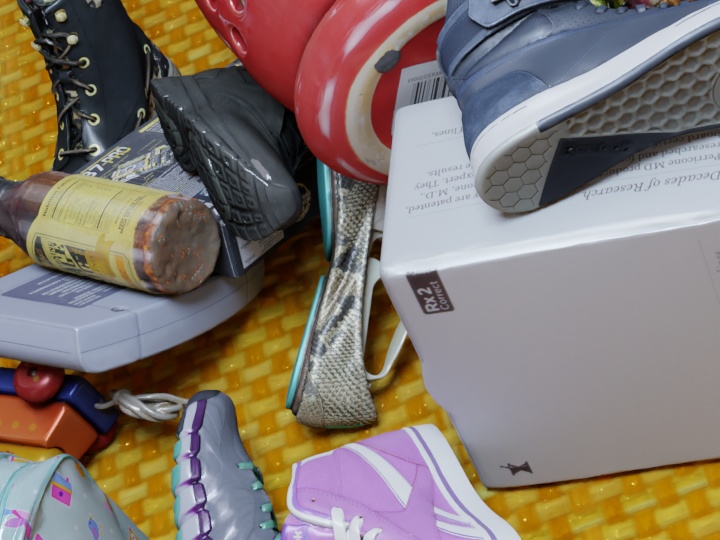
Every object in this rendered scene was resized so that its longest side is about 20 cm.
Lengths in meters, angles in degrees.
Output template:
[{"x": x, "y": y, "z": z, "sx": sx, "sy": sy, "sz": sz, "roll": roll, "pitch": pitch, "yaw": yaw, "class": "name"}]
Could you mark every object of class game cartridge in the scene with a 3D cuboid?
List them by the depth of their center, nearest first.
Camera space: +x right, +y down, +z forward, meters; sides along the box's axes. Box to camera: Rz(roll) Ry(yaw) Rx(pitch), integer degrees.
[{"x": -0.154, "y": 0.017, "z": 1.306, "sx": 0.133, "sy": 0.041, "sz": 0.200, "roll": 4, "pitch": 18, "yaw": 32, "class": "game cartridge"}]

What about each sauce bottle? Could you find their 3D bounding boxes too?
[{"x": -0.177, "y": -0.029, "z": 1.295, "sx": 0.200, "sy": 0.066, "sz": 0.066, "roll": 11, "pitch": 55, "yaw": 42, "class": "sauce bottle"}]

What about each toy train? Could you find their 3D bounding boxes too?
[{"x": -0.195, "y": 0.119, "z": 1.270, "sx": 0.200, "sy": 0.085, "sz": 0.116, "roll": 4, "pitch": 62, "yaw": 29, "class": "toy train"}]

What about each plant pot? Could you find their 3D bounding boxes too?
[{"x": 0.016, "y": -0.167, "z": 1.192, "sx": 0.200, "sy": 0.201, "sz": 0.183, "roll": -31, "pitch": 52, "yaw": -4, "class": "plant pot"}]

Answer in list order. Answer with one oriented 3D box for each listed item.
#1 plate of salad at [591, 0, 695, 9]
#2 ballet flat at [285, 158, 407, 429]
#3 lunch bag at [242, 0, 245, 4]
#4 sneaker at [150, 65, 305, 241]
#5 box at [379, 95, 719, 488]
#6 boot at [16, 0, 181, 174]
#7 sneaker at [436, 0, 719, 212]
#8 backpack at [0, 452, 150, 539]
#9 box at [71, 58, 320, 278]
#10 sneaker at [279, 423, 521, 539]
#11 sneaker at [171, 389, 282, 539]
[{"x": 0.196, "y": -0.155, "z": 1.272, "sx": 0.048, "sy": 0.200, "sz": 0.200, "roll": -47, "pitch": 23, "yaw": 47, "class": "plate of salad"}, {"x": 0.000, "y": 0.000, "z": 1.261, "sx": 0.075, "sy": 0.068, "sz": 0.201, "roll": 6, "pitch": 79, "yaw": -3, "class": "ballet flat"}, {"x": -0.010, "y": -0.247, "z": 1.480, "sx": 0.200, "sy": 0.127, "sz": 0.170, "roll": -8, "pitch": 40, "yaw": -20, "class": "lunch bag"}, {"x": -0.066, "y": -0.086, "z": 1.264, "sx": 0.091, "sy": 0.076, "sz": 0.200, "roll": -22, "pitch": 32, "yaw": -11, "class": "sneaker"}, {"x": 0.135, "y": 0.003, "z": 1.124, "sx": 0.200, "sy": 0.199, "sz": 0.131, "roll": -9, "pitch": 46, "yaw": 18, "class": "box"}, {"x": -0.204, "y": -0.122, "z": 1.443, "sx": 0.073, "sy": 0.154, "sz": 0.204, "roll": -1, "pitch": 49, "yaw": 26, "class": "boot"}, {"x": 0.135, "y": -0.129, "z": 1.047, "sx": 0.202, "sy": 0.077, "sz": 0.146, "roll": -22, "pitch": 46, "yaw": 6, "class": "sneaker"}, {"x": -0.181, "y": 0.182, "z": 1.107, "sx": 0.126, "sy": 0.200, "sz": 0.167, "roll": -15, "pitch": 43, "yaw": 17, "class": "backpack"}, {"x": -0.081, "y": -0.075, "z": 1.372, "sx": 0.161, "sy": 0.049, "sz": 0.200, "roll": 14, "pitch": 40, "yaw": 37, "class": "box"}, {"x": 0.020, "y": 0.161, "z": 1.101, "sx": 0.114, "sy": 0.073, "sz": 0.200, "roll": -9, "pitch": 28, "yaw": -19, "class": "sneaker"}, {"x": -0.061, "y": 0.158, "z": 1.179, "sx": 0.087, "sy": 0.074, "sz": 0.200, "roll": -6, "pitch": 57, "yaw": 7, "class": "sneaker"}]
